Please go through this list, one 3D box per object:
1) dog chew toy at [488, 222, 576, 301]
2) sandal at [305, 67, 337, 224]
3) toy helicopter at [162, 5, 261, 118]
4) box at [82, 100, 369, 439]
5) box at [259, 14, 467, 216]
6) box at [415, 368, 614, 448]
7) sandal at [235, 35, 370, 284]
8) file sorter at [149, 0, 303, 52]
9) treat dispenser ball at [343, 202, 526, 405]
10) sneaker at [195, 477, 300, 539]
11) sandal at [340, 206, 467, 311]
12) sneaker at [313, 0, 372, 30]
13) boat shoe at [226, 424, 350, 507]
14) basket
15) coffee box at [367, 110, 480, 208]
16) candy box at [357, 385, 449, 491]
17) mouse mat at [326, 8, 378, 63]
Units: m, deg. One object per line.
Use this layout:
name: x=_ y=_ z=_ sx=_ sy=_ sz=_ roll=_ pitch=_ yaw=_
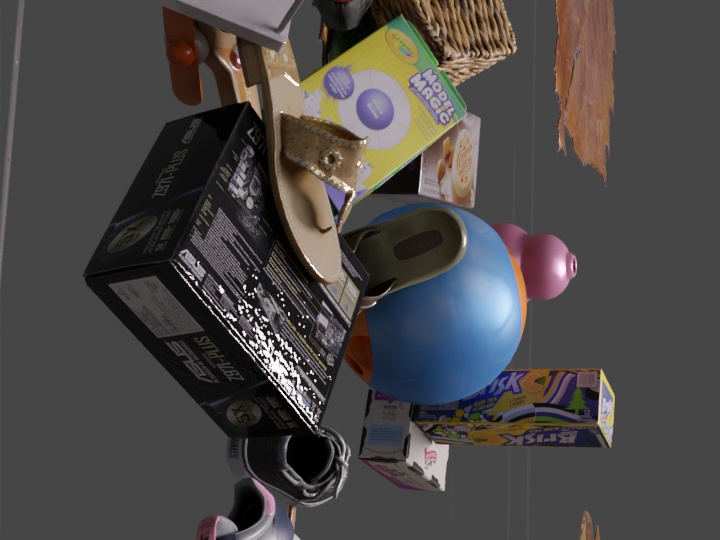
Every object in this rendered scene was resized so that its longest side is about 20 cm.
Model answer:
dog chew toy: x=0.161 y=-0.004 z=1.281 sx=0.124 sy=0.199 sz=0.126 roll=-2 pitch=90 yaw=-66
sandal: x=-0.022 y=-0.109 z=1.012 sx=0.080 sy=0.086 sz=0.201 roll=47 pitch=49 yaw=-59
toy helicopter: x=-0.105 y=-0.161 z=0.834 sx=0.132 sy=0.078 sz=0.201 roll=-36 pitch=121 yaw=-55
box: x=-0.092 y=0.004 z=0.807 sx=0.200 sy=0.086 sz=0.164 roll=54 pitch=40 yaw=-37
box: x=0.011 y=-0.147 z=0.974 sx=0.200 sy=0.048 sz=0.118 roll=-40 pitch=99 yaw=-28
box: x=0.165 y=0.147 z=1.131 sx=0.070 sy=0.199 sz=0.065 roll=51 pitch=43 yaw=-52
sandal: x=-0.029 y=-0.098 z=0.788 sx=0.078 sy=0.069 sz=0.213 roll=-23 pitch=97 yaw=-65
file sorter: x=-0.082 y=-0.289 z=0.744 sx=0.138 sy=0.124 sz=0.201 roll=19 pitch=59 yaw=-20
treat dispenser ball: x=0.067 y=0.034 z=1.064 sx=0.201 sy=0.199 sz=0.203 roll=-1 pitch=90 yaw=-66
sneaker: x=-0.116 y=0.240 z=0.819 sx=0.082 sy=0.070 sz=0.200 roll=64 pitch=27 yaw=-12
sandal: x=0.000 y=-0.001 z=0.942 sx=0.080 sy=0.200 sz=0.057 roll=62 pitch=4 yaw=-1
sneaker: x=-0.018 y=-0.320 z=1.056 sx=0.098 sy=0.070 sz=0.202 roll=86 pitch=4 yaw=-55
boat shoe: x=-0.045 y=0.173 z=0.962 sx=0.199 sy=0.068 sz=0.074 roll=47 pitch=47 yaw=-57
basket: x=0.053 y=-0.295 z=1.150 sx=0.142 sy=0.149 sz=0.201 roll=-14 pitch=87 yaw=-38
coffee box: x=0.070 y=-0.136 z=1.221 sx=0.200 sy=0.079 sz=0.115 roll=5 pitch=89 yaw=-67
candy box: x=0.061 y=0.139 z=1.217 sx=0.136 sy=0.061 sz=0.201 roll=48 pitch=45 yaw=-56
mouse mat: x=0.008 y=-0.272 z=1.188 sx=0.161 sy=0.007 sz=0.201 roll=47 pitch=48 yaw=-57
